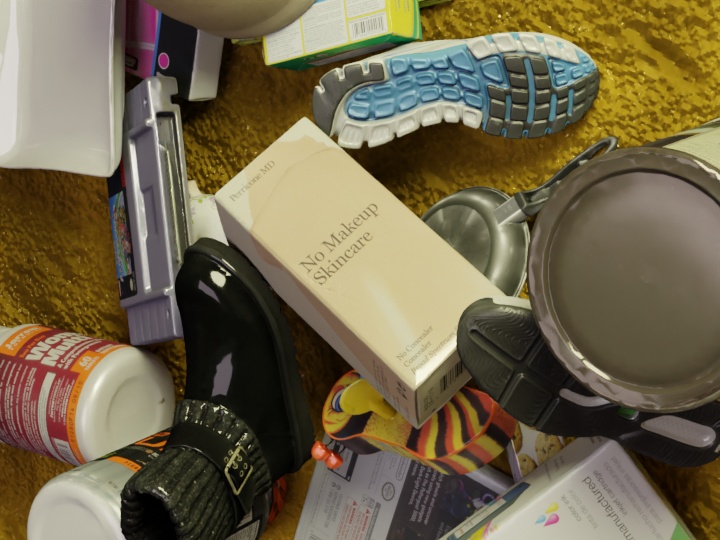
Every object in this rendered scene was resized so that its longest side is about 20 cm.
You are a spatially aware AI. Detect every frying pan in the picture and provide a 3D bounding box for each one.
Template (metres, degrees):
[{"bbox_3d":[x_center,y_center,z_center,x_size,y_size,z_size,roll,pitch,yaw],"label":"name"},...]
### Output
[{"bbox_3d":[0.100,-0.017,1.004,0.189,0.031,0.116,-20,62,37],"label":"frying pan"}]

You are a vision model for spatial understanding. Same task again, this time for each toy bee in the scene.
[{"bbox_3d":[0.020,0.109,1.047,0.109,0.130,0.200,-57,24,-4],"label":"toy bee"}]

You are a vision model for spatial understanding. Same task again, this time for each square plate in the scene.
[{"bbox_3d":[-0.247,-0.182,1.182,0.199,0.028,0.201,8,99,49],"label":"square plate"}]

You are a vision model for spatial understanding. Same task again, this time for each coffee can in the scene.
[{"bbox_3d":[0.207,-0.012,0.858,0.145,0.199,0.148,8,105,31],"label":"coffee can"}]

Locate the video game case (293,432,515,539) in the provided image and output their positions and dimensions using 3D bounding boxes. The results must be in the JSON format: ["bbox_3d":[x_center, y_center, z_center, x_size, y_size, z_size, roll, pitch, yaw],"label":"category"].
[{"bbox_3d":[0.032,0.220,1.131,0.181,0.023,0.202,27,113,25],"label":"video game case"}]

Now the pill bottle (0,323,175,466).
[{"bbox_3d":[-0.265,0.107,1.239,0.198,0.109,0.111,9,106,36],"label":"pill bottle"}]

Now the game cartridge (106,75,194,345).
[{"bbox_3d":[-0.170,-0.043,1.144,0.129,0.038,0.203,-13,83,60],"label":"game cartridge"}]

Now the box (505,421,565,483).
[{"bbox_3d":[0.128,0.134,1.031,0.041,0.039,0.202,-15,92,-5],"label":"box"}]

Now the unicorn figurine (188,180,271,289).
[{"bbox_3d":[-0.090,-0.009,1.126,0.199,0.074,0.139,28,118,22],"label":"unicorn figurine"}]

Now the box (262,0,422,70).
[{"bbox_3d":[-0.024,-0.256,1.030,0.116,0.048,0.203,-8,88,33],"label":"box"}]

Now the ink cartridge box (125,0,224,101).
[{"bbox_3d":[-0.141,-0.244,1.119,0.094,0.037,0.202,26,114,36],"label":"ink cartridge box"}]

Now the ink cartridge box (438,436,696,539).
[{"bbox_3d":[0.133,0.222,0.969,0.199,0.088,0.146,-36,90,6],"label":"ink cartridge box"}]

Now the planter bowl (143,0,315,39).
[{"bbox_3d":[-0.118,-0.271,0.986,0.198,0.134,0.203,0,90,34],"label":"planter bowl"}]

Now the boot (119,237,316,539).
[{"bbox_3d":[-0.116,0.101,1.009,0.079,0.158,0.213,6,123,43],"label":"boot"}]

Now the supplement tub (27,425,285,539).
[{"bbox_3d":[-0.156,0.193,1.135,0.121,0.199,0.124,9,106,33],"label":"supplement tub"}]

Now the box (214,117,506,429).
[{"bbox_3d":[0.000,0.000,0.971,0.200,0.095,0.078,41,164,20],"label":"box"}]

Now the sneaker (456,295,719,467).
[{"bbox_3d":[0.147,0.050,0.934,0.199,0.116,0.076,24,119,-16],"label":"sneaker"}]

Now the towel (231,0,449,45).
[{"bbox_3d":[-0.023,-0.227,1.067,0.198,0.018,0.087,-6,99,33],"label":"towel"}]

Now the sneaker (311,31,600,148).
[{"bbox_3d":[0.068,-0.136,1.000,0.197,0.087,0.076,-2,112,9],"label":"sneaker"}]
